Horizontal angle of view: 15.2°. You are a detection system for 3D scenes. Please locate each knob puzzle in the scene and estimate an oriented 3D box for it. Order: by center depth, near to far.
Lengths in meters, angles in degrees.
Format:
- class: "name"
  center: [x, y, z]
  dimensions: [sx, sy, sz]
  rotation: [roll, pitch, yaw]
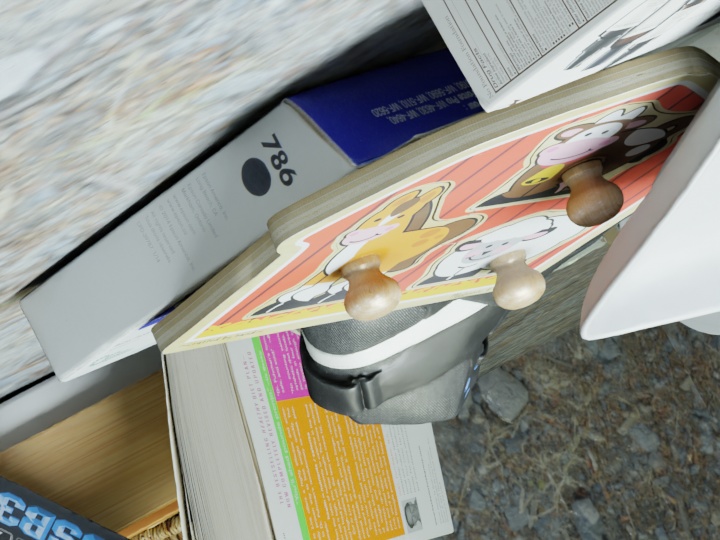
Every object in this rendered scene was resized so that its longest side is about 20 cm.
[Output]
- class: "knob puzzle"
  center: [0.051, -0.018, 0.917]
  dimensions: [0.218, 0.031, 0.220]
  rotation: [-20, 166, -5]

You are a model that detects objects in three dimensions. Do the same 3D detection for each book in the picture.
- class: "book"
  center: [-0.020, 0.068, 1.239]
  dimensions: [0.048, 0.135, 0.200]
  rotation: [-12, 176, 26]

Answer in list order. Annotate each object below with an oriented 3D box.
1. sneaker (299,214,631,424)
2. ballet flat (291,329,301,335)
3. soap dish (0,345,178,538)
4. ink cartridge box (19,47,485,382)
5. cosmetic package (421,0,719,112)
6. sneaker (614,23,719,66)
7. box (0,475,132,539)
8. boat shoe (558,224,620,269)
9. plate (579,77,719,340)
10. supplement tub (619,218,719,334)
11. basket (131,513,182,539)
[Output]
- class: "sneaker"
  center: [0.053, -0.006, 1.114]
  dimensions: [0.199, 0.073, 0.112]
  rotation: [-25, 138, -26]
- class: "ballet flat"
  center: [0.000, 0.000, 1.196]
  dimensions: [0.067, 0.068, 0.200]
  rotation: [-24, 177, 32]
- class: "soap dish"
  center: [-0.128, 0.094, 1.303]
  dimensions: [0.199, 0.082, 0.157]
  rotation: [-28, 174, -28]
- class: "ink cartridge box"
  center: [-0.025, -0.027, 0.945]
  dimensions: [0.200, 0.039, 0.099]
  rotation: [-32, 174, 39]
- class: "cosmetic package"
  center: [0.113, -0.109, 0.838]
  dimensions: [0.199, 0.051, 0.082]
  rotation: [-24, 173, -44]
- class: "sneaker"
  center: [0.076, -0.052, 1.026]
  dimensions: [0.199, 0.081, 0.075]
  rotation: [-27, 176, -7]
- class: "box"
  center: [-0.180, 0.162, 1.203]
  dimensions: [0.198, 0.199, 0.050]
  rotation: [-34, -142, 40]
- class: "boat shoe"
  center: [0.189, -0.038, 1.785]
  dimensions: [0.075, 0.069, 0.200]
  rotation: [-24, 172, -43]
- class: "plate"
  center: [0.180, -0.061, 0.889]
  dimensions: [0.199, 0.032, 0.200]
  rotation: [-12, 149, -32]
- class: "supplement tub"
  center: [0.268, -0.054, 1.635]
  dimensions: [0.199, 0.146, 0.145]
  rotation: [-25, 173, -34]
- class: "basket"
  center: [-0.107, 0.180, 1.849]
  dimensions: [0.200, 0.150, 0.142]
  rotation: [-33, 174, 41]
